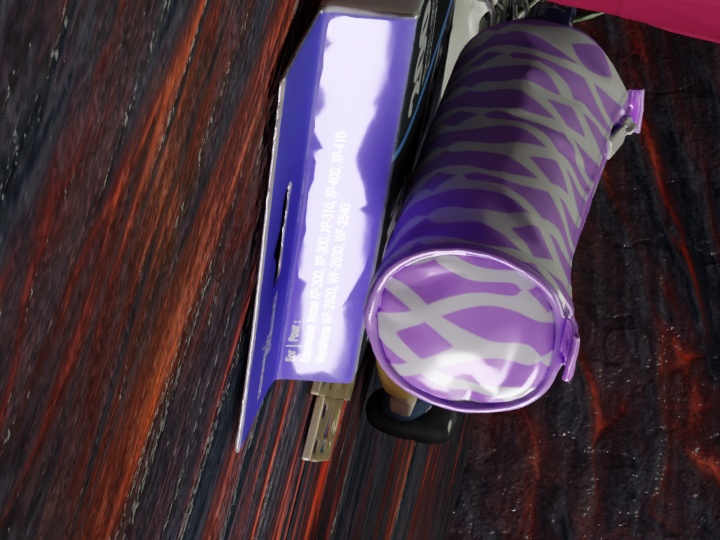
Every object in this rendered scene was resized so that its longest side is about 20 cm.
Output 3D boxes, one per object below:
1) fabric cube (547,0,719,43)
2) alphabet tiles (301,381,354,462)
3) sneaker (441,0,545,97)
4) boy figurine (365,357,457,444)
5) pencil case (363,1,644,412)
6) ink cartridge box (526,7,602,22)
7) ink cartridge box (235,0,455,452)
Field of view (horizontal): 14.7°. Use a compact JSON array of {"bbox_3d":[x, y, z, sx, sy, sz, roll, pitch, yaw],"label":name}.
[{"bbox_3d":[0.159,-0.241,1.488,0.199,0.200,0.196,47,56,-86],"label":"fabric cube"},{"bbox_3d":[0.000,0.000,1.431,0.166,0.006,0.200,30,73,-84],"label":"alphabet tiles"},{"bbox_3d":[0.058,-0.141,1.307,0.074,0.080,0.200,98,8,-55],"label":"sneaker"},{"bbox_3d":[0.043,0.019,1.629,0.200,0.064,0.124,101,7,-57],"label":"boy figurine"},{"bbox_3d":[0.060,-0.025,1.119,0.200,0.085,0.084,-67,172,-53],"label":"pencil case"},{"bbox_3d":[0.151,-0.196,1.796,0.200,0.104,0.059,-22,101,-50],"label":"ink cartridge box"},{"bbox_3d":[0.001,-0.057,1.110,0.200,0.043,0.198,-70,172,-46],"label":"ink cartridge box"}]
